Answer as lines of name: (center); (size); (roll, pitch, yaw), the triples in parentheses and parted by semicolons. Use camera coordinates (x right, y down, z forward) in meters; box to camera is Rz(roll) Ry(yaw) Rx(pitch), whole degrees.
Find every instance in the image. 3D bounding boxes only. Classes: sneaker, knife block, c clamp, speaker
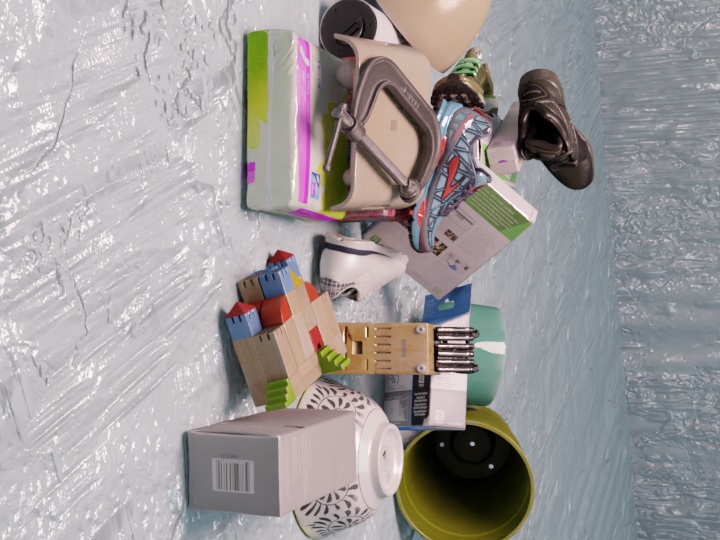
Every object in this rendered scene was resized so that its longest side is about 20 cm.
sneaker: (0.113, -0.107, 1.415); (0.079, 0.095, 0.200); (-73, 176, -66)
sneaker: (0.000, 0.000, 1.478); (0.200, 0.076, 0.081); (9, 91, -63)
sneaker: (0.142, -0.263, 1.556); (0.200, 0.077, 0.089); (-5, 97, -75)
knife block: (0.049, 0.101, 1.445); (0.176, 0.200, 0.064); (30, 59, -78)
c clamp: (0.029, -0.145, 1.283); (0.200, 0.027, 0.171); (35, 62, -48)
speaker: (0.020, -0.300, 1.515); (0.200, 0.081, 0.081); (3, 86, -68)
sneaker: (0.260, -0.162, 1.532); (0.200, 0.076, 0.114); (59, 34, -40)

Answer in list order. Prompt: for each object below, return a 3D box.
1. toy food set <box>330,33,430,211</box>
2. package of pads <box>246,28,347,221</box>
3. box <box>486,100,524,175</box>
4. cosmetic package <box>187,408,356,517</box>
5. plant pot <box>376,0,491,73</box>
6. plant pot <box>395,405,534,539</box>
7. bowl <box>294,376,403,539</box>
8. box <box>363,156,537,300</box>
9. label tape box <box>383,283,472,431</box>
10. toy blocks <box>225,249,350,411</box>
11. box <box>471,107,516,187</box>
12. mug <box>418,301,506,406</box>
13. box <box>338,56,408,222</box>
toy food set: (0.016, -0.169, 1.328); (0.143, 0.060, 0.200); (-5, 99, -53)
package of pads: (-0.069, -0.160, 1.298); (0.154, 0.068, 0.200); (10, 80, -67)
box: (0.215, -0.187, 1.577); (0.200, 0.041, 0.039); (-58, 138, -58)
cosmetic package: (-0.086, 0.195, 1.186); (0.200, 0.107, 0.090); (-8, 97, -70)
plant pot: (0.105, -0.387, 1.540); (0.200, 0.134, 0.200); (48, 18, -20)
plant pot: (0.163, 0.291, 1.724); (0.193, 0.200, 0.201); (-53, 138, -75)
bowl: (-0.005, 0.232, 1.402); (0.201, 0.094, 0.201); (-1, 90, -67)
box: (0.118, -0.062, 1.526); (0.144, 0.200, 0.036); (40, 40, -11)
label tape box: (0.091, 0.121, 1.586); (0.063, 0.144, 0.200); (8, 78, -24)
toy blocks: (-0.084, 0.055, 1.241); (0.200, 0.100, 0.137); (-39, 113, -64)
box: (0.113, -0.167, 1.609); (0.200, 0.176, 0.097); (5, 84, -69)
mug: (0.139, 0.134, 1.724); (0.185, 0.114, 0.152); (107, -14, -44)
box: (0.002, -0.162, 1.441); (0.103, 0.095, 0.200); (6, 83, -69)
